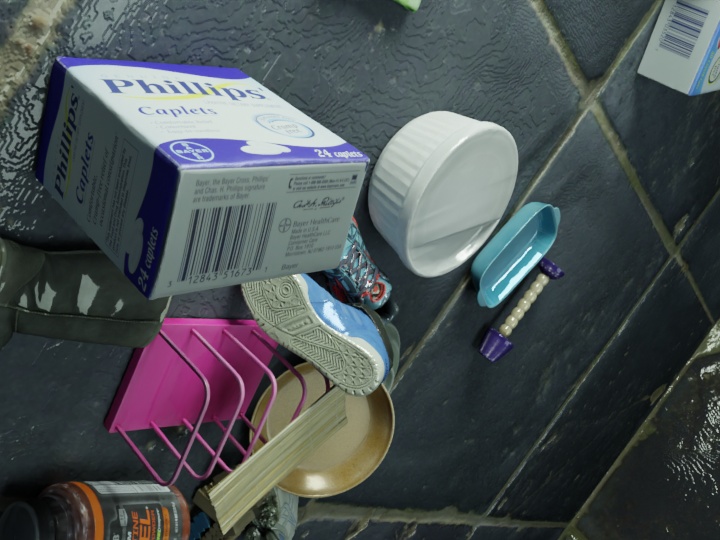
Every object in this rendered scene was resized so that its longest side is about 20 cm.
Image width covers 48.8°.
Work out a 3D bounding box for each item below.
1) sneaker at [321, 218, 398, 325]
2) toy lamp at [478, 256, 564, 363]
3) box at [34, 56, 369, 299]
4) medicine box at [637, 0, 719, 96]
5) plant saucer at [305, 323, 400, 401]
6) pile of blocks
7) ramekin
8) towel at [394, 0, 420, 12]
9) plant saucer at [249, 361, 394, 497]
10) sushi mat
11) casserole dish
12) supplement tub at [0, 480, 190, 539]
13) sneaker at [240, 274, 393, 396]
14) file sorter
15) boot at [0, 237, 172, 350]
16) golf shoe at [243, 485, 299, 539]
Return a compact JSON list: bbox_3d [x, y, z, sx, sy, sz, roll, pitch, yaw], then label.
[{"bbox_3d":[0.000,0.000,0.955,0.079,0.095,0.200,-48,146,-11],"label":"sneaker"},{"bbox_3d":[0.278,0.072,1.385,0.201,0.058,0.058,-52,146,2],"label":"toy lamp"},{"bbox_3d":[-0.129,-0.083,0.635,0.182,0.199,0.106,-10,127,-45],"label":"box"},{"bbox_3d":[0.561,-0.391,1.260,0.198,0.103,0.184,-18,133,-39],"label":"medicine box"},{"bbox_3d":[-0.005,0.165,1.140,0.199,0.050,0.202,-31,141,-29],"label":"plant saucer"},{"bbox_3d":[-0.182,0.326,1.068,0.201,0.082,0.062,-59,165,26],"label":"pile of blocks"},{"bbox_3d":[0.096,-0.101,0.979,0.201,0.094,0.204,-31,140,-30],"label":"ramekin"},{"bbox_3d":[0.059,-0.362,0.758,0.148,0.031,0.202,5,117,-50],"label":"towel"},{"bbox_3d":[-0.053,0.207,1.067,0.197,0.035,0.203,-4,107,-14],"label":"plant saucer"},{"bbox_3d":[-0.086,0.207,0.891,0.199,0.012,0.096,-38,146,-26],"label":"sushi mat"},{"bbox_3d":[0.242,-0.030,1.266,0.200,0.039,0.121,-46,146,-9],"label":"casserole dish"},{"bbox_3d":[-0.288,0.284,0.863,0.199,0.107,0.108,19,106,-55],"label":"supplement tub"},{"bbox_3d":[-0.044,0.055,0.900,0.077,0.199,0.111,-53,170,13],"label":"sneaker"},{"bbox_3d":[-0.150,0.147,0.885,0.199,0.125,0.140,6,116,-51],"label":"file sorter"},{"bbox_3d":[-0.277,0.052,0.712,0.183,0.072,0.199,-58,152,12],"label":"boot"},{"bbox_3d":[-0.129,0.329,1.144,0.098,0.077,0.202,-55,155,-43],"label":"golf shoe"}]
